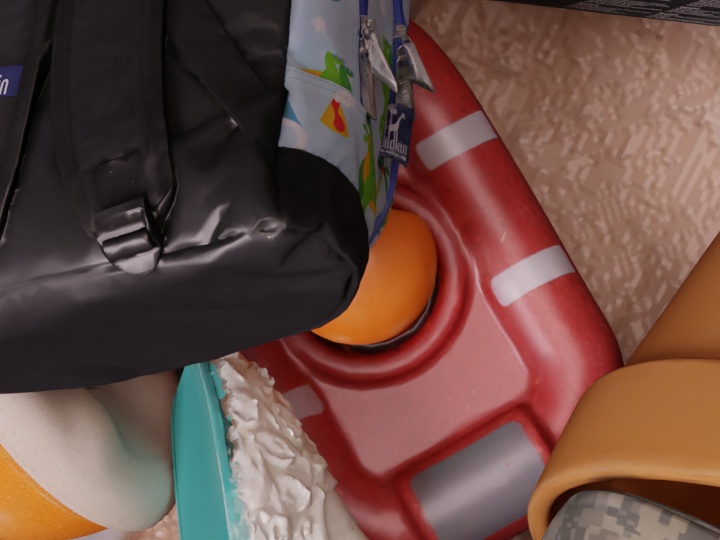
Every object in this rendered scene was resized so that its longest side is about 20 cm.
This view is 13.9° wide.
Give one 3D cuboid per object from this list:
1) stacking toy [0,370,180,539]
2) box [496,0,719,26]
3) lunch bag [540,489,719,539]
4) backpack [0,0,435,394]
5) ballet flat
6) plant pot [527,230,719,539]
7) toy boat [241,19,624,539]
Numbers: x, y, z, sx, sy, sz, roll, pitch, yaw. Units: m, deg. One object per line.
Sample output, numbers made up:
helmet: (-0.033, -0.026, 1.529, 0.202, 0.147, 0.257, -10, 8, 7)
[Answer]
stacking toy: (-0.171, 0.061, 0.994, 0.200, 0.146, 0.147, -31, 82, 17)
box: (0.115, -0.179, 0.979, 0.199, 0.047, 0.194, 4, 79, -34)
lunch bag: (0.083, 0.180, 0.899, 0.139, 0.200, 0.168, 22, 70, 3)
backpack: (-0.058, -0.070, 0.893, 0.163, 0.154, 0.201, -15, 68, 28)
ballet flat: (-0.021, 0.118, 0.922, 0.071, 0.072, 0.201, -8, 61, 2)
plant pot: (0.170, 0.052, 0.938, 0.199, 0.200, 0.140, 23, 69, 5)
toy boat: (0.000, 0.000, 0.973, 0.130, 0.131, 0.201, -30, 83, -1)
